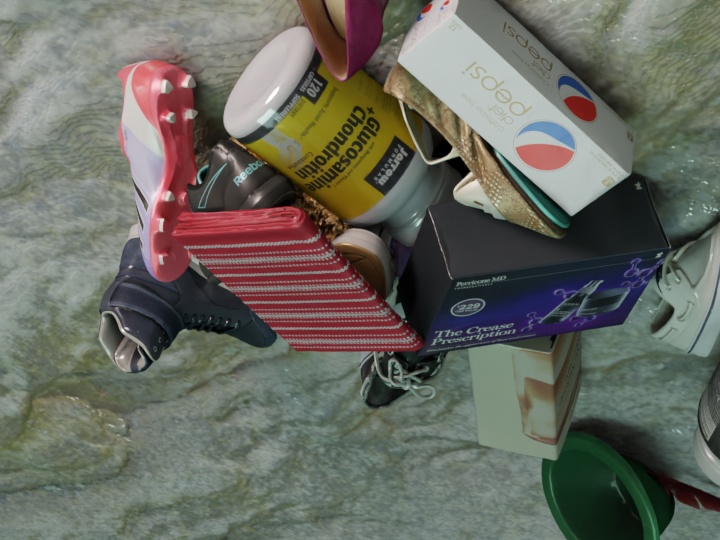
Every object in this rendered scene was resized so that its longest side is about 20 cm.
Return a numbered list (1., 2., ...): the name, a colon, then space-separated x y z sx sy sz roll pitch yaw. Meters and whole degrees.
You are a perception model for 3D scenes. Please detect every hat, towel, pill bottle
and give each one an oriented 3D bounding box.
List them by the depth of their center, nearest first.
1. towel: -0.051 0.010 1.423 0.144 0.023 0.200 -2 146 37
2. pill bottle: -0.010 -0.108 1.440 0.200 0.112 0.112 36 145 -24
3. pill bottle: 0.377 0.123 1.562 0.116 0.116 0.200 17 147 6
4. hat: 0.324 0.235 1.852 0.200 0.176 0.166 61 147 7

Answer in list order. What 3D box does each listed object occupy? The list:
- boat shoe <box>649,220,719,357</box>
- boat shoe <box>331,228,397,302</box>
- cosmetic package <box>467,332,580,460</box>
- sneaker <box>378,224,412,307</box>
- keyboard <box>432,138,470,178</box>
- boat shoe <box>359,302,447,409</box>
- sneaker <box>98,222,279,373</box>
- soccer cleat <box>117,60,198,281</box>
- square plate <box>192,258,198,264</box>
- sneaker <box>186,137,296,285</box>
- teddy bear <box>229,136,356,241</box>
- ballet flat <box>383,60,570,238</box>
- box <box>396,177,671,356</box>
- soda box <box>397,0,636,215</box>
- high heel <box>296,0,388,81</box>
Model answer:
1. boat shoe: 0.294 0.011 1.493 0.070 0.071 0.200 13 154 6
2. boat shoe: 0.000 0.000 1.512 0.071 0.069 0.200 27 158 6
3. cosmetic package: 0.162 0.088 1.646 0.087 0.103 0.200 12 148 16
4. sneaker: 0.070 0.027 1.611 0.087 0.076 0.200 25 152 24
5. keyboard: 0.129 -0.098 1.446 0.104 0.040 0.200 27 148 -9
6. boat shoe: 0.044 0.083 1.591 0.074 0.068 0.199 16 155 -19
7. sneaker: -0.182 0.063 1.763 0.202 0.146 0.077 35 144 -24
8. soccer cleat: -0.185 -0.091 1.535 0.076 0.067 0.200 13 109 41
9. square plate: -0.116 -0.017 1.639 0.200 0.028 0.198 30 163 9
10. sneaker: -0.112 -0.053 1.477 0.079 0.075 0.200 45 152 4
11. teddy bear: -0.056 -0.049 1.578 0.145 0.067 0.200 28 157 28
12. ballet flat: 0.090 -0.095 1.384 0.065 0.071 0.200 -38 84 18
13. box: 0.146 -0.002 1.459 0.200 0.079 0.141 -8 149 -15
14. soda box: 0.127 -0.137 1.339 0.200 0.064 0.068 39 128 -19
15. high heel: -0.041 -0.239 1.277 0.067 0.096 0.200 -10 137 39
